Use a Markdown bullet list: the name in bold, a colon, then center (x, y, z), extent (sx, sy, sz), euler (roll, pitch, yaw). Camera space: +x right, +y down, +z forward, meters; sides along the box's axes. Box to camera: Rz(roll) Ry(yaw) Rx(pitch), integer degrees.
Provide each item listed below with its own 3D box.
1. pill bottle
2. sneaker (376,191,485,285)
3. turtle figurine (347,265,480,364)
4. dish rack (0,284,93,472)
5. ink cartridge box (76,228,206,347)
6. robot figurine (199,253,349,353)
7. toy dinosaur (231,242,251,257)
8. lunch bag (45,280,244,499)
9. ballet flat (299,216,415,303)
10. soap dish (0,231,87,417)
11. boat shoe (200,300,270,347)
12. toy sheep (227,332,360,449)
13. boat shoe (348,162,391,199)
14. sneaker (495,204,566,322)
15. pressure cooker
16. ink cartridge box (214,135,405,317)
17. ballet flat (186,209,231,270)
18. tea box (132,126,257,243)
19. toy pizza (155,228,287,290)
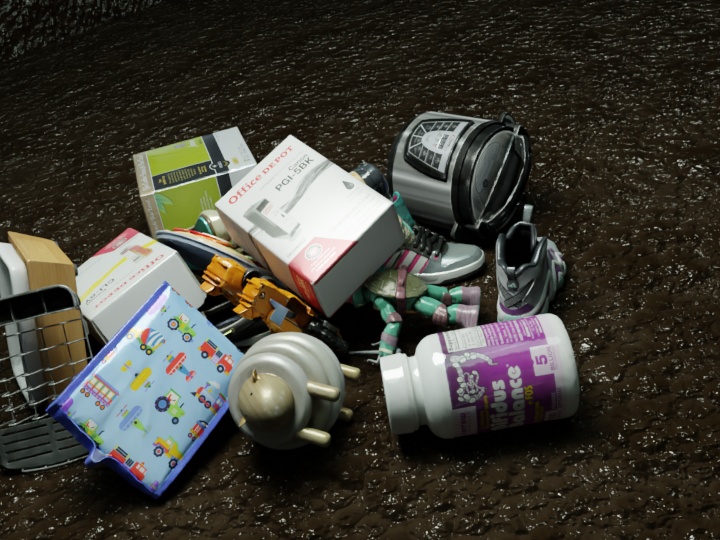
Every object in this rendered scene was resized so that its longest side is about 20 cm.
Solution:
- **pill bottle**: center (0.123, 0.117, 0.895), extent (0.197, 0.114, 0.113), euler (-11, 30, 1)
- **sneaker**: center (0.073, -0.050, 1.184), extent (0.197, 0.122, 0.084), euler (-3, 30, 12)
- **turtle figurine**: center (0.051, 0.046, 1.060), extent (0.197, 0.102, 0.151), euler (4, 39, 9)
- **dish rack**: center (-0.373, 0.128, 0.957), extent (0.151, 0.203, 0.055), euler (-13, 1, -1)
- **ink cartridge box**: center (-0.319, 0.029, 1.154), extent (0.145, 0.084, 0.199), euler (-41, 30, -19)
- **robot figurine**: center (-0.100, 0.054, 1.027), extent (0.144, 0.200, 0.059), euler (28, 81, 41)
- **toy dinosaur**: center (-0.127, -0.034, 1.262), extent (0.197, 0.059, 0.101), euler (0, -1, 22)
- **lunch bag**: center (-0.233, 0.140, 0.931), extent (0.094, 0.150, 0.201), euler (-37, 13, 45)
- **ballet flat**: center (0.000, 0.000, 1.150), extent (0.200, 0.075, 0.068), euler (-40, 28, 31)
- **soap dish**: center (-0.404, 0.061, 1.067), extent (0.080, 0.203, 0.157), euler (-12, 20, -28)
- **boat shoe**: center (-0.199, 0.079, 1.114), extent (0.199, 0.061, 0.072), euler (-22, 32, -18)
- **toy sheep**: center (-0.075, 0.131, 0.927), extent (0.136, 0.140, 0.200), euler (-2, 2, 14)
- **boat shoe**: center (0.011, -0.121, 1.259), extent (0.062, 0.075, 0.200), euler (-39, -4, 2)
- **sneaker**: center (0.219, -0.027, 1.078), extent (0.077, 0.142, 0.201), euler (1, 32, 19)
- **pressure cooker**: center (0.161, -0.146, 1.265), extent (0.198, 0.178, 0.178), euler (19, 33, 39)
- **ink cartridge box**: center (-0.066, -0.061, 1.061), extent (0.199, 0.083, 0.147), euler (36, 72, 32)
- **ballet flat**: center (-0.227, -0.050, 1.270), extent (0.069, 0.070, 0.199), euler (-29, 2, -29)
- **tea box**: center (-0.270, -0.130, 1.417), extent (0.194, 0.135, 0.200), euler (-16, 30, -10)
- **toy pizza**: center (-0.189, -0.017, 1.165), extent (0.198, 0.200, 0.032), euler (14, 75, 36)
